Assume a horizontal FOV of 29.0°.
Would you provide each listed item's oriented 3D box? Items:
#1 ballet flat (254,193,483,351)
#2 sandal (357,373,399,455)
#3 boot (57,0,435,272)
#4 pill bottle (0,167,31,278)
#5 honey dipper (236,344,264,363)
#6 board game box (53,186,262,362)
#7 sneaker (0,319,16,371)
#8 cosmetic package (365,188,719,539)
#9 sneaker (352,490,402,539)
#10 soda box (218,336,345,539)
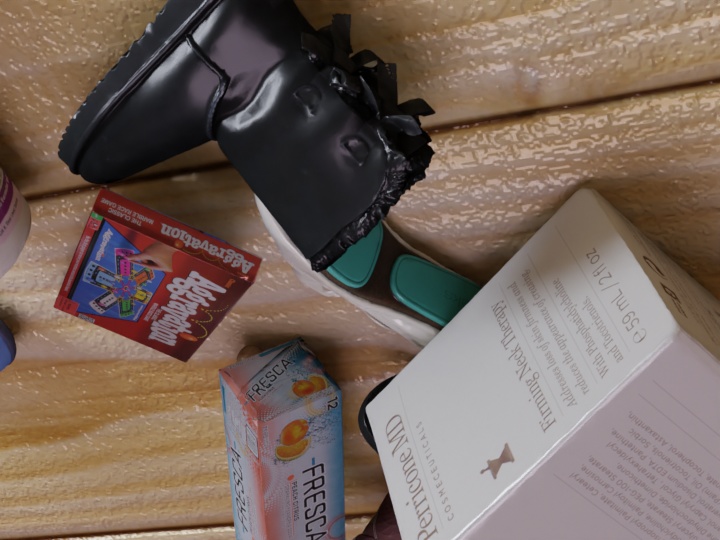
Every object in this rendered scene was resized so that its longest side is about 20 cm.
[{"bbox_3d":[0.000,0.000,0.869,0.199,0.070,0.069,34,132,-24],"label":"ballet flat"},{"bbox_3d":[0.096,0.110,0.945,0.198,0.076,0.048,16,148,-16],"label":"sandal"},{"bbox_3d":[-0.063,-0.068,0.771,0.163,0.073,0.198,46,124,-2],"label":"boot"},{"bbox_3d":[-0.294,-0.073,0.823,0.111,0.113,0.201,-13,130,24],"label":"pill bottle"},{"bbox_3d":[-0.076,0.129,1.034,0.037,0.038,0.202,5,131,7],"label":"honey dipper"},{"bbox_3d":[-0.134,0.009,0.883,0.102,0.020,0.200,23,157,-11],"label":"board game box"},{"bbox_3d":[-0.344,0.058,0.987,0.197,0.083,0.075,4,134,6],"label":"sneaker"},{"bbox_3d":[0.137,0.101,0.813,0.166,0.168,0.200,36,107,-26],"label":"cosmetic package"},{"bbox_3d":[0.069,0.171,0.968,0.075,0.116,0.199,37,160,-29],"label":"sneaker"},{"bbox_3d":[-0.053,0.148,0.993,0.068,0.064,0.202,-20,134,-22],"label":"soda box"}]
